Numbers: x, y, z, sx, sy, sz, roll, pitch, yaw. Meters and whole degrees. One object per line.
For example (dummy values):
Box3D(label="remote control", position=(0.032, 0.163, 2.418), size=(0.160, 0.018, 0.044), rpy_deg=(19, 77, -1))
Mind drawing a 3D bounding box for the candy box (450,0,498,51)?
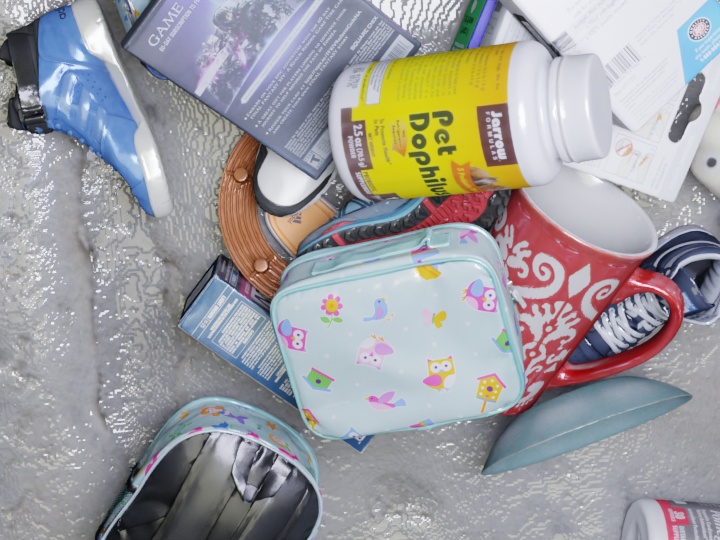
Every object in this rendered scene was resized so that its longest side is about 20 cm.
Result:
Box3D(label="candy box", position=(0.184, -0.221, 1.091), size=(0.169, 0.077, 0.200), rpy_deg=(21, 100, -8))

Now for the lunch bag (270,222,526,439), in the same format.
Box3D(label="lunch bag", position=(0.034, 0.046, 1.023), size=(0.200, 0.077, 0.161), rpy_deg=(-12, 111, 13))

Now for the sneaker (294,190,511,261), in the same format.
Box3D(label="sneaker", position=(0.034, -0.050, 1.076), size=(0.200, 0.096, 0.079), rpy_deg=(-26, 126, 13))

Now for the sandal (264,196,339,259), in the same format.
Box3D(label="sandal", position=(-0.006, 0.006, 1.144), size=(0.207, 0.059, 0.079), rpy_deg=(39, 99, -11))

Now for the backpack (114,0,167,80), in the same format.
Box3D(label="backpack", position=(-0.127, -0.274, 1.029), size=(0.183, 0.147, 0.200), rpy_deg=(-21, 100, -1))

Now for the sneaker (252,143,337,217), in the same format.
Box3D(label="sneaker", position=(-0.032, -0.137, 1.076), size=(0.074, 0.080, 0.200), rpy_deg=(31, 85, 2))

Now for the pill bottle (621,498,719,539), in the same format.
Box3D(label="pill bottle", position=(0.357, 0.279, 1.198), size=(0.200, 0.111, 0.111), rpy_deg=(5, 103, -4))

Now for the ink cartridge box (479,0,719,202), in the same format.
Box3D(label="ink cartridge box", position=(0.197, -0.163, 1.047), size=(0.200, 0.047, 0.160), rpy_deg=(18, 102, -12))

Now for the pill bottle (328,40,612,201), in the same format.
Box3D(label="pill bottle", position=(0.084, -0.113, 0.954), size=(0.200, 0.109, 0.109), rpy_deg=(-4, 105, 24))

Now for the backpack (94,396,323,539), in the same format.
Box3D(label="backpack", position=(-0.130, 0.217, 1.141), size=(0.177, 0.151, 0.200), rpy_deg=(29, 108, -11))

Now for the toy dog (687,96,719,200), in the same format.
Box3D(label="toy dog", position=(0.373, -0.145, 1.101), size=(0.200, 0.140, 0.194), rpy_deg=(-38, 129, 6))

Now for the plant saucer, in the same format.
Box3D(label="plant saucer", position=(0.197, 0.132, 1.130), size=(0.201, 0.201, 0.039), rpy_deg=(-19, 75, 2))

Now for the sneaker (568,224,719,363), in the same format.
Box3D(label="sneaker", position=(0.252, 0.040, 1.137), size=(0.200, 0.109, 0.070), rpy_deg=(-42, 102, 6))

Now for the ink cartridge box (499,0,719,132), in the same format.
Box3D(label="ink cartridge box", position=(0.180, -0.219, 0.971), size=(0.116, 0.068, 0.200), rpy_deg=(-44, 105, 5))

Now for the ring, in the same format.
Box3D(label="ring", position=(-0.027, -0.060, 1.114), size=(0.200, 0.019, 0.201), rpy_deg=(0, 83, -1))

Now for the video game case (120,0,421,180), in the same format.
Box3D(label="video game case", position=(-0.066, -0.178, 0.989), size=(0.200, 0.019, 0.143), rpy_deg=(33, 101, -31))

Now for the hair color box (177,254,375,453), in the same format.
Box3D(label="hair color box", position=(-0.064, 0.073, 1.136), size=(0.200, 0.100, 0.061), rpy_deg=(36, 98, -10))

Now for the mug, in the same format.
Box3D(label="mug", position=(0.162, 0.034, 1.087), size=(0.178, 0.133, 0.200), rpy_deg=(47, 126, 28))

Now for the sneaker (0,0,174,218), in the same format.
Box3D(label="sneaker", position=(-0.242, -0.126, 1.092), size=(0.111, 0.077, 0.200), rpy_deg=(-22, 99, -3))
